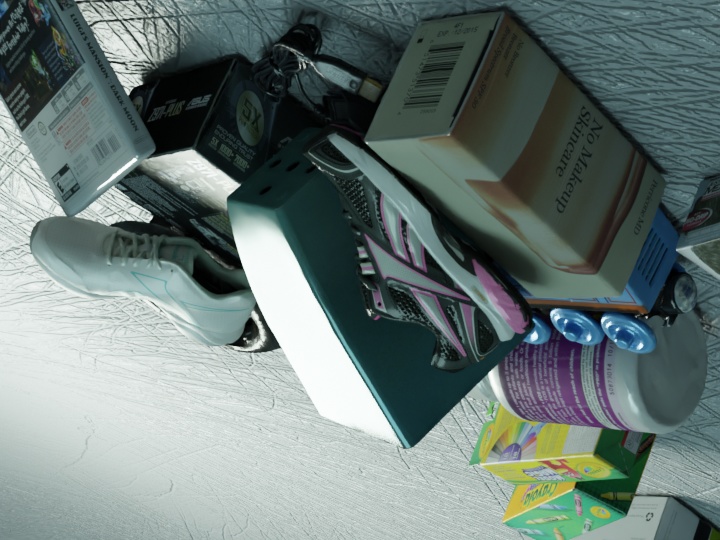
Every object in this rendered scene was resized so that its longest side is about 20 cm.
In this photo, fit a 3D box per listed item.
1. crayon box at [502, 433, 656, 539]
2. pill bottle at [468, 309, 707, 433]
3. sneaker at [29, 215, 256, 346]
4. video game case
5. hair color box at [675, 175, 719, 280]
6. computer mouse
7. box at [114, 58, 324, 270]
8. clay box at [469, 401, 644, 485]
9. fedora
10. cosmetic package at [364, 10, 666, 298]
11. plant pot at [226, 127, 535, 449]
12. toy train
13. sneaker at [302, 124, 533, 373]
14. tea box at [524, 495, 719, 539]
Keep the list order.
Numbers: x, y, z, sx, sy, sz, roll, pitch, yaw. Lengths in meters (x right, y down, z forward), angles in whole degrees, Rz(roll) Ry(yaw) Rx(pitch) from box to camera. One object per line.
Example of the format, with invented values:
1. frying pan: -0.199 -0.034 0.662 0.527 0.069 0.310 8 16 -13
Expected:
1. crayon box: 0.208 0.181 1.710 0.058 0.120 0.200 26 158 -7
2. pill bottle: 0.175 0.071 1.497 0.199 0.113 0.112 1 150 44
3. sneaker: -0.177 -0.007 1.524 0.199 0.071 0.080 21 145 -13
4. video game case: -0.240 -0.146 1.428 0.183 0.023 0.200 60 154 -2
5. hair color box: 0.326 0.003 1.249 0.199 0.061 0.099 32 158 -18
6. computer mouse: 0.016 -0.114 1.326 0.199 0.046 0.140 37 166 -2
7. box: -0.089 -0.071 1.478 0.199 0.087 0.163 37 157 -29
8. clay box: 0.180 0.128 1.621 0.047 0.116 0.200 31 159 -21
9. fedora: -0.135 -0.011 1.658 0.199 0.092 0.201 22 155 11
10. cosmetic package: 0.109 -0.074 1.241 0.087 0.104 0.200 1 150 48
11. plant pot: 0.000 0.000 1.359 0.201 0.141 0.141 57 159 -23
12. toy train: 0.161 -0.002 1.389 0.199 0.087 0.114 3 142 47
13. sneaker: 0.025 -0.010 1.255 0.200 0.086 0.080 47 -172 0
14. tea box: 0.303 0.343 1.967 0.196 0.134 0.199 37 155 -29
